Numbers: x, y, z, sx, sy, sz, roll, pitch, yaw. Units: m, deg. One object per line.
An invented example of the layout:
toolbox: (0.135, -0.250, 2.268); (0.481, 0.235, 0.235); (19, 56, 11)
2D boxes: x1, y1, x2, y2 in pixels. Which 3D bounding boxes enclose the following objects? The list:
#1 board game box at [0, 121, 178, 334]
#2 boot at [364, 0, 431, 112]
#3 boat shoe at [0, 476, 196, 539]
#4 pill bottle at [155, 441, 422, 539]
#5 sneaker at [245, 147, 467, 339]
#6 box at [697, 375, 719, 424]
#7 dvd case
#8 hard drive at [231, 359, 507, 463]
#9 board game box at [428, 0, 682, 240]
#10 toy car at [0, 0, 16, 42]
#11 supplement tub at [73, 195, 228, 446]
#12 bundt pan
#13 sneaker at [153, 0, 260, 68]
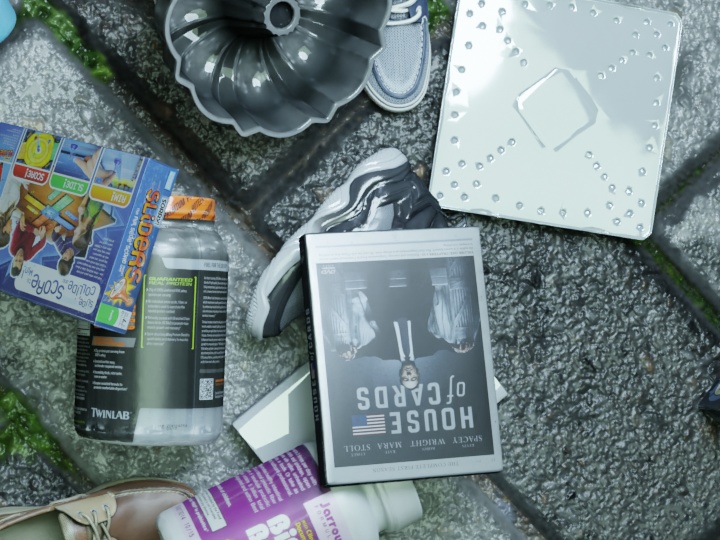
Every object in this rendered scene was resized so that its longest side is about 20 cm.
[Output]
board game box: (-0.239, -0.037, 1.446); (0.034, 0.200, 0.136); (21, 87, -47)
boot: (0.023, -0.235, 1.525); (0.073, 0.090, 0.200); (-10, 91, -8)
boat shoe: (-0.229, 0.219, 1.497); (0.200, 0.072, 0.076); (-14, 92, -8)
pill bottle: (-0.055, 0.207, 1.473); (0.200, 0.112, 0.112); (-25, 93, -10)
sneaker: (0.000, 0.000, 1.516); (0.114, 0.075, 0.200); (39, 81, 12)
box: (0.428, 0.118, 1.581); (0.200, 0.086, 0.164); (38, 85, -6)
dvd case: (0.032, 0.067, 1.451); (0.150, 0.025, 0.200); (-3, 81, -17)
hard drive: (0.008, 0.118, 1.554); (0.200, 0.025, 0.132); (-39, 95, -6)
board game box: (0.167, -0.139, 1.577); (0.200, 0.026, 0.200); (9, 89, -8)
toy car: (-0.402, -0.209, 1.379); (0.200, 0.177, 0.185); (-50, 132, -27)
supplement tub: (-0.169, 0.039, 1.481); (0.122, 0.123, 0.200); (3, 89, -8)
bundt pan: (-0.078, -0.213, 1.461); (0.202, 0.076, 0.202); (-11, 113, -26)
sneaker: (-0.146, -0.253, 1.501); (0.081, 0.088, 0.200); (-35, 99, -6)
